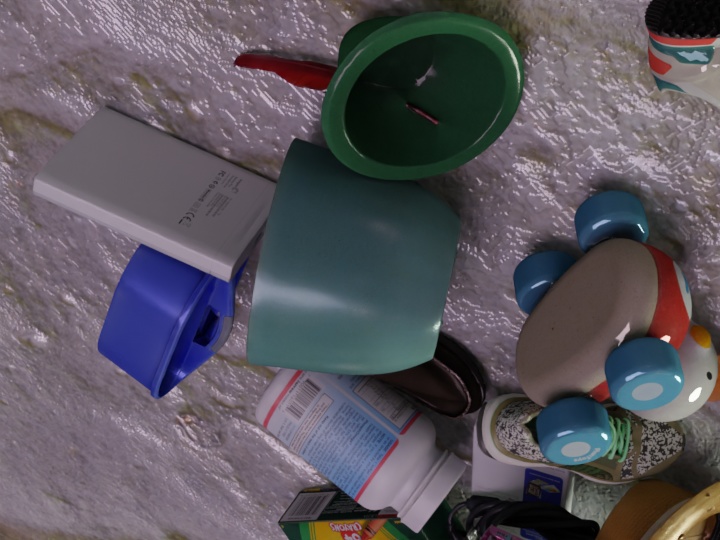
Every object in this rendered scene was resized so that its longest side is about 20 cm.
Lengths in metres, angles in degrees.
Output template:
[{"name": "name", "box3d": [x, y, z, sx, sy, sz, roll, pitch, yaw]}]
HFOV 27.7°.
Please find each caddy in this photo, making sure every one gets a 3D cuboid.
[{"name": "caddy", "box3d": [-0.170, 0.034, 1.414, 0.104, 0.142, 0.201, 33, 133, 6]}]

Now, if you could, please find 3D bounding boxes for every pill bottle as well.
[{"name": "pill bottle", "box3d": [0.002, 0.162, 1.430, 0.199, 0.109, 0.109, 38, 133, 7]}]

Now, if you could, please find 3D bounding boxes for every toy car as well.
[{"name": "toy car", "box3d": [0.252, 0.066, 1.246, 0.198, 0.186, 0.177, 17, 137, -27]}]

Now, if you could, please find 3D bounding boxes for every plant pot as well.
[{"name": "plant pot", "box3d": [0.000, 0.000, 1.275, 0.159, 0.202, 0.202, 12, 130, 3]}]

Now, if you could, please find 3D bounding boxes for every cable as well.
[{"name": "cable", "box3d": [0.186, 0.296, 1.456, 0.162, 0.051, 0.201, -16, 119, 35]}]

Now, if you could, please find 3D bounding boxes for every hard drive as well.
[{"name": "hard drive", "box3d": [-0.181, -0.073, 1.342, 0.198, 0.132, 0.027, 24, 132, 7]}]

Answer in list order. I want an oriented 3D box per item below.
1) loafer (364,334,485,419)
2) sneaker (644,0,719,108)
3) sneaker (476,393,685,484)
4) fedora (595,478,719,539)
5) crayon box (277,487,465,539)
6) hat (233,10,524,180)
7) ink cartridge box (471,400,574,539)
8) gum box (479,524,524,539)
[{"name": "loafer", "box3d": [0.028, 0.086, 1.401, 0.199, 0.072, 0.073, 34, 132, -1]}, {"name": "sneaker", "box3d": [0.311, -0.155, 1.096, 0.198, 0.071, 0.094, 10, 146, 16]}, {"name": "sneaker", "box3d": [0.208, 0.153, 1.311, 0.198, 0.078, 0.089, 5, 173, -14]}, {"name": "fedora", "box3d": [0.275, 0.251, 1.352, 0.082, 0.199, 0.202, 38, 139, 34]}, {"name": "crayon box", "box3d": [0.034, 0.312, 1.561, 0.199, 0.058, 0.173, -11, 119, 43]}, {"name": "hat", "box3d": [0.017, -0.192, 1.234, 0.198, 0.177, 0.167, -2, 132, -20]}, {"name": "ink cartridge box", "box3d": [0.160, 0.215, 1.447, 0.098, 0.039, 0.201, 15, 138, 15]}, {"name": "gum box", "box3d": [0.146, 0.309, 1.358, 0.113, 0.067, 0.200, 25, 156, 5]}]
